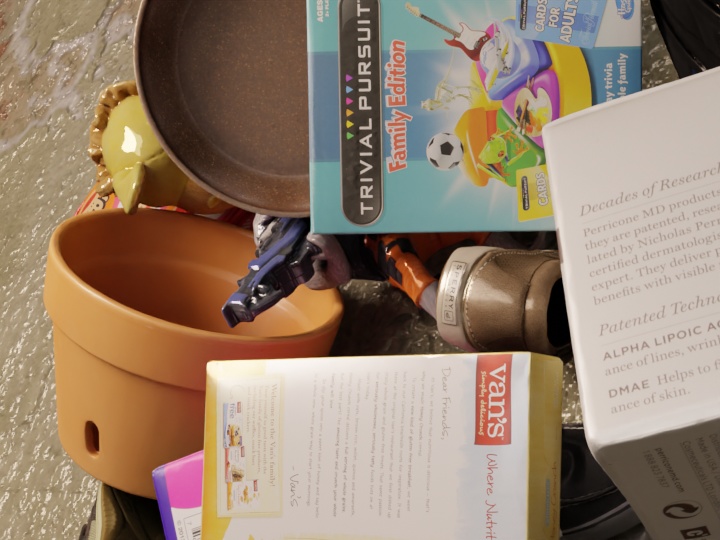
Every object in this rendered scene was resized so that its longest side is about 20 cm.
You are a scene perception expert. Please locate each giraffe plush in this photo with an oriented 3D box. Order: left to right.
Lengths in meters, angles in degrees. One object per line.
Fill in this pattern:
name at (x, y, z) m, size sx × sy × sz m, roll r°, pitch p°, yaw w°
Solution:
giraffe plush at (-0.114, -0.109, 1.118) m, size 0.199 × 0.173 × 0.163 m, roll 31°, pitch 95°, yaw 9°

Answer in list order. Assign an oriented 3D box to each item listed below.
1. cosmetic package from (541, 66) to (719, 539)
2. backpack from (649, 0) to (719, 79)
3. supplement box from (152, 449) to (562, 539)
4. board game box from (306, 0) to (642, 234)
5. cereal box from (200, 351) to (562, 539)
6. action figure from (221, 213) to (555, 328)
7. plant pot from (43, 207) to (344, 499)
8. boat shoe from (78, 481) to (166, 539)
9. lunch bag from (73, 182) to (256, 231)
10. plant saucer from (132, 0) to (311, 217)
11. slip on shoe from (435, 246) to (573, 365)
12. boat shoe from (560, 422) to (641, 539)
cosmetic package at (0.203, 0.022, 0.819) m, size 0.164 × 0.165 × 0.201 m, roll -17°, pitch 50°, yaw 17°
backpack at (0.243, -0.171, 0.936) m, size 0.153 × 0.176 × 0.200 m, roll -29°, pitch 43°, yaw -1°
supplement box at (-0.004, 0.131, 0.904) m, size 0.199 × 0.103 × 0.102 m, roll -23°, pitch 74°, yaw 31°
board game box at (0.068, -0.099, 0.967) m, size 0.198 × 0.047 × 0.152 m, roll -1°, pitch 95°, yaw 0°
cereal box at (0.006, 0.116, 0.814) m, size 0.199 × 0.039 × 0.145 m, roll -3°, pitch 81°, yaw 33°
action figure at (0.000, 0.000, 1.041) m, size 0.193 × 0.105 × 0.200 m, roll 18°, pitch 50°, yaw 32°
plant pot at (-0.123, 0.061, 1.082) m, size 0.200 × 0.199 × 0.141 m, roll 42°, pitch 123°, yaw 48°
boat shoe at (-0.162, 0.192, 1.075) m, size 0.066 × 0.072 × 0.201 m, roll -50°, pitch 16°, yaw 14°
lunch bag at (-0.116, -0.046, 1.234) m, size 0.200 × 0.082 × 0.176 m, roll -48°, pitch 46°, yaw 0°
plant saucer at (-0.043, -0.134, 1.014) m, size 0.201 × 0.200 × 0.037 m, roll -53°, pitch 7°, yaw -2°
slip on shoe at (0.109, 0.022, 0.914) m, size 0.060 × 0.200 × 0.077 m, roll 9°, pitch 86°, yaw 27°
boat shoe at (0.089, 0.120, 0.943) m, size 0.199 × 0.066 × 0.070 m, roll -14°, pitch 54°, yaw 35°
